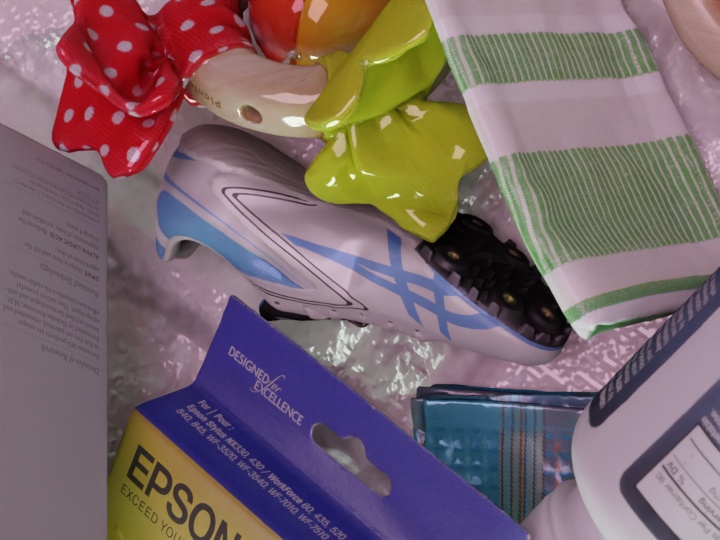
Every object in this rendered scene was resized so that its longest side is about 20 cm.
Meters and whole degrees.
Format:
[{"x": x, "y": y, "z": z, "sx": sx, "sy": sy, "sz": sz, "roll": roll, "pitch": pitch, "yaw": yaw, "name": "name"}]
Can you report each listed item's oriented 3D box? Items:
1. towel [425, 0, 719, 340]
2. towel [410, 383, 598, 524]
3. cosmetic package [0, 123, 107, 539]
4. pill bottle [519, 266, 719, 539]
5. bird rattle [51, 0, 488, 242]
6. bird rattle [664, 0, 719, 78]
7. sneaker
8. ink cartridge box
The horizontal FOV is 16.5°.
[{"x": 0.088, "y": -0.074, "z": 1.017, "sx": 0.023, "sy": 0.152, "sz": 0.201, "roll": -26, "pitch": 81, "yaw": 34, "name": "towel"}, {"x": 0.091, "y": 0.151, "z": 1.075, "sx": 0.146, "sy": 0.022, "sz": 0.201, "roll": 0, "pitch": 89, "yaw": 19, "name": "towel"}, {"x": -0.172, "y": 0.051, "z": 1.056, "sx": 0.112, "sy": 0.081, "sz": 0.201, "roll": -16, "pitch": 65, "yaw": 32, "name": "cosmetic package"}, {"x": 0.153, "y": 0.071, "z": 0.977, "sx": 0.120, "sy": 0.119, "sz": 0.200, "roll": 49, "pitch": 115, "yaw": 14, "name": "pill bottle"}, {"x": -0.031, "y": -0.093, "z": 1.071, "sx": 0.199, "sy": 0.163, "sz": 0.113, "roll": 9, "pitch": 133, "yaw": 26, "name": "bird rattle"}, {"x": 0.202, "y": -0.136, "z": 1.017, "sx": 0.163, "sy": 0.113, "sz": 0.201, "roll": -28, "pitch": 90, "yaw": 30, "name": "bird rattle"}, {"x": 0.000, "y": 0.000, "z": 1.090, "sx": 0.199, "sy": 0.072, "sz": 0.073, "roll": 24, "pitch": 112, "yaw": 18, "name": "sneaker"}, {"x": -0.041, "y": 0.145, "z": 1.058, "sx": 0.197, "sy": 0.047, "sz": 0.201, "roll": 36, "pitch": 117, "yaw": 36, "name": "ink cartridge box"}]
